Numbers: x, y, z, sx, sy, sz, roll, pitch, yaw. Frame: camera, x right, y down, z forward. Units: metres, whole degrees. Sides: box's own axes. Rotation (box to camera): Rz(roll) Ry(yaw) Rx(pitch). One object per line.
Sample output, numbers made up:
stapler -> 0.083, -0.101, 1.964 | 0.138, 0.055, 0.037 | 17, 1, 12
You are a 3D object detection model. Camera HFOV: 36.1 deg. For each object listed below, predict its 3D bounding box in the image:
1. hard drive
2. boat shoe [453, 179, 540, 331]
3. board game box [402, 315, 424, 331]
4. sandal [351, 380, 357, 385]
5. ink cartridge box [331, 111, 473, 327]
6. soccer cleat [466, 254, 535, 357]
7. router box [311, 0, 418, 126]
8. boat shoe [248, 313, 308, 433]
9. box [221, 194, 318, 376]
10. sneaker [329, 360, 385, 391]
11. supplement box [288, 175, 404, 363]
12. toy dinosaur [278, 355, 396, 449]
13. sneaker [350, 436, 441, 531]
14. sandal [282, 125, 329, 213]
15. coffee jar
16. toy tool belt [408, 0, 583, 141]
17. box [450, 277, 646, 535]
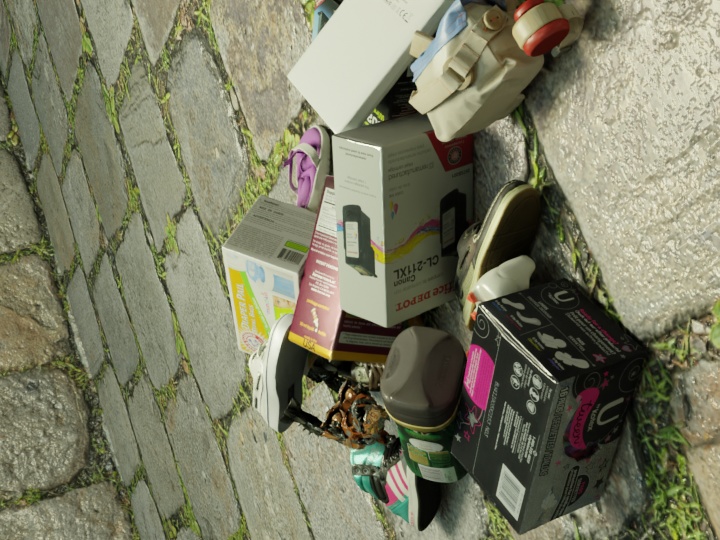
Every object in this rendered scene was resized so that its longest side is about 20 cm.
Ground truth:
hard drive -> 0.013, -0.256, 1.209 | 0.201, 0.026, 0.132 | -51, 48, 13
boat shoe -> 0.132, -0.021, 1.160 | 0.065, 0.072, 0.202 | 50, 144, 32
board game box -> 0.055, 0.091, 1.415 | 0.203, 0.030, 0.096 | 70, 153, 19
sandal -> 0.000, 0.088, 1.496 | 0.075, 0.044, 0.203 | -127, 30, -53
ink cartridge box -> 0.050, -0.059, 1.214 | 0.082, 0.144, 0.204 | 19, 120, 44
soccer cleat -> 0.156, 0.062, 1.167 | 0.069, 0.077, 0.201 | 46, 161, 30
router box -> 0.009, -0.232, 1.314 | 0.200, 0.061, 0.152 | 49, 143, 42
boat shoe -> -0.110, 0.124, 1.386 | 0.065, 0.073, 0.202 | 30, 135, 21
box -> -0.096, 0.022, 1.410 | 0.111, 0.102, 0.202 | 18, 140, 19
sneaker -> 0.031, 0.131, 1.371 | 0.199, 0.074, 0.072 | 2, 104, 63
supplement box -> 0.000, 0.000, 1.305 | 0.085, 0.109, 0.204 | 19, 98, 45
toy dinosaur -> -0.021, 0.182, 1.358 | 0.134, 0.103, 0.201 | 31, 143, 1
sneaker -> 0.044, 0.231, 1.408 | 0.119, 0.083, 0.203 | 24, 132, 27
sandal -> -0.076, -0.136, 1.467 | 0.083, 0.049, 0.204 | -55, 23, 29
coffee jar -> 0.078, 0.147, 1.202 | 0.201, 0.084, 0.106 | 71, -147, -56
toy tool belt -> 0.111, -0.223, 1.056 | 0.124, 0.123, 0.200 | 61, 150, 12
box -> 0.181, 0.133, 1.089 | 0.132, 0.113, 0.203 | 47, 142, 42
